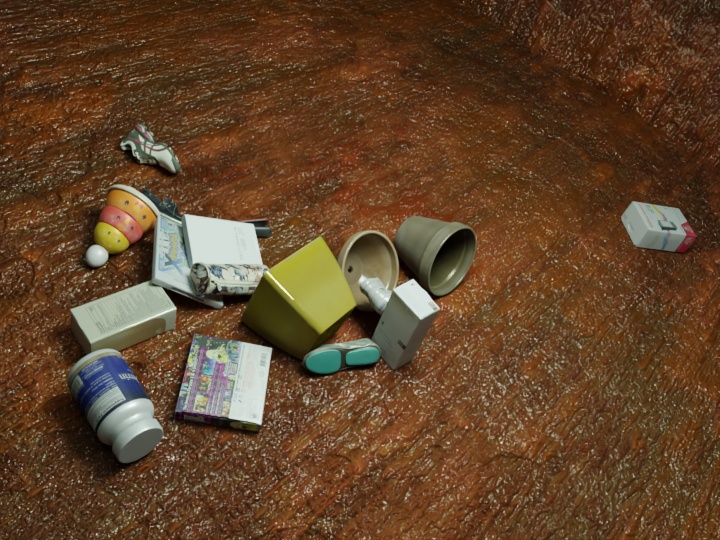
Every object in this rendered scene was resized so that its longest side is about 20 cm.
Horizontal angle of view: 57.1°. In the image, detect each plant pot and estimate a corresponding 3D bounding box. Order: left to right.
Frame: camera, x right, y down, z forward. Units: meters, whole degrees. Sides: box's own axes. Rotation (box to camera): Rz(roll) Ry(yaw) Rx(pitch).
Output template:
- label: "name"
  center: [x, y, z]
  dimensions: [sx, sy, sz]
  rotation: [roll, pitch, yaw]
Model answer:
- label: "plant pot"
  center: [-0.128, 0.081, 1.535]
  dimensions: [0.177, 0.201, 0.199]
  rotation: [45, 48, 9]
- label: "plant pot"
  center: [0.000, 0.000, 1.693]
  dimensions: [0.199, 0.205, 0.092]
  rotation: [-27, 20, -39]
- label: "plant pot"
  center: [0.191, -0.061, 1.803]
  dimensions: [0.198, 0.203, 0.173]
  rotation: [-24, 43, -37]

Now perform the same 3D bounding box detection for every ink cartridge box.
- label: "ink cartridge box"
  center: [1.016, -0.148, 2.260]
  dimensions: [0.196, 0.086, 0.149]
  rotation: [7, 46, -16]

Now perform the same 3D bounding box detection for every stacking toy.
- label: "stacking toy"
  center: [-0.584, -0.089, 1.584]
  dimensions: [0.144, 0.147, 0.202]
  rotation: [23, 62, 3]

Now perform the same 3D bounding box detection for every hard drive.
- label: "hard drive"
  center: [-0.340, -0.064, 1.634]
  dimensions: [0.198, 0.027, 0.134]
  rotation: [6, 60, -44]

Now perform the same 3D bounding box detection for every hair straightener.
- label: "hair straightener"
  center: [-0.324, -0.098, 1.726]
  dimensions: [0.197, 0.041, 0.078]
  rotation: [-1, 48, -30]

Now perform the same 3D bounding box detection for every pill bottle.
- label: "pill bottle"
  center: [-0.469, 0.260, 1.273]
  dimensions: [0.115, 0.117, 0.200]
  rotation: [-24, 60, -37]

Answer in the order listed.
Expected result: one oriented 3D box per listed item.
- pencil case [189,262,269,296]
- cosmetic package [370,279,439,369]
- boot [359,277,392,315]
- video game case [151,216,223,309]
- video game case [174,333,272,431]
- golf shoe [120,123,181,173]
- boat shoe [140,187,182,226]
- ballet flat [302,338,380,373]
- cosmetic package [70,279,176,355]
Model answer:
- label: "pencil case"
  center: [-0.298, 0.023, 1.556]
  dimensions: [0.198, 0.079, 0.089]
  rotation: [2, 23, -45]
- label: "cosmetic package"
  center: [0.101, 0.130, 1.555]
  dimensions: [0.073, 0.202, 0.102]
  rotation: [-24, 58, -35]
- label: "boot"
  center: [0.065, 0.060, 1.644]
  dimensions: [0.096, 0.074, 0.200]
  rotation: [48, 10, 19]
- label: "video game case"
  center: [-0.409, -0.019, 1.577]
  dimensions: [0.181, 0.022, 0.202]
  rotation: [27, 35, -36]
- label: "video game case"
  center: [-0.289, 0.238, 1.421]
  dimensions: [0.178, 0.036, 0.202]
  rotation: [11, 45, -11]
- label: "golf shoe"
  center: [-0.577, -0.319, 1.838]
  dimensions: [0.199, 0.078, 0.088]
  rotation: [38, 66, 20]
- label: "boat shoe"
  center: [-0.492, -0.149, 1.686]
  dimensions: [0.198, 0.075, 0.063]
  rotation: [29, 73, 14]
- label: "ballet flat"
  center: [-0.049, 0.198, 1.545]
  dimensions: [0.196, 0.069, 0.064]
  rotation: [-3, 21, -25]
- label: "cosmetic package"
  center: [-0.512, 0.106, 1.437]
  dimensions: [0.198, 0.072, 0.105]
  rotation: [-22, 57, -36]
